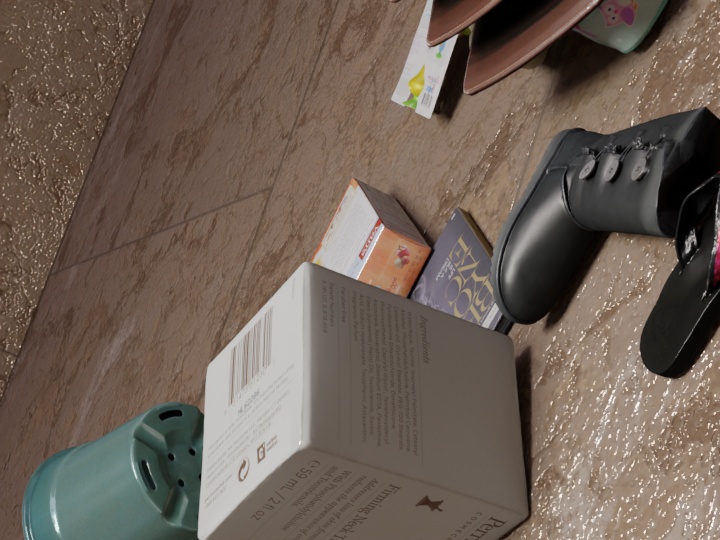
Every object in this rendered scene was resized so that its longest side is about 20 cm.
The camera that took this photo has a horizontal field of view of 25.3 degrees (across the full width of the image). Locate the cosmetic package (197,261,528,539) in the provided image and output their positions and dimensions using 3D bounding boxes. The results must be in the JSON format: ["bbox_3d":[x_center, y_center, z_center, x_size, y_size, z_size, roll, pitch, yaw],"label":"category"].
[{"bbox_3d":[0.000,0.129,1.240,0.167,0.198,0.168,-46,34,42],"label":"cosmetic package"}]

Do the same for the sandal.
[{"bbox_3d":[0.233,-0.022,1.059,0.202,0.045,0.075,-62,20,13],"label":"sandal"}]

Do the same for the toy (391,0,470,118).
[{"bbox_3d":[0.099,-0.256,1.652,0.202,0.047,0.115,-67,23,7],"label":"toy"}]

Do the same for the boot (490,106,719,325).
[{"bbox_3d":[0.184,-0.034,1.185,0.199,0.065,0.167,6,75,65],"label":"boot"}]

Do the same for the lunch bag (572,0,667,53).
[{"bbox_3d":[0.209,-0.280,1.354,0.162,0.076,0.200,-62,20,12],"label":"lunch bag"}]

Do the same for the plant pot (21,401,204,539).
[{"bbox_3d":[-0.240,0.252,1.770,0.196,0.199,0.202,-36,35,41],"label":"plant pot"}]

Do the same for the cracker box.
[{"bbox_3d":[0.000,0.000,1.588,0.135,0.057,0.200,-62,15,11],"label":"cracker box"}]

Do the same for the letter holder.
[{"bbox_3d":[0.111,-0.248,1.310,0.200,0.100,0.144,-31,43,54],"label":"letter holder"}]

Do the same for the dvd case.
[{"bbox_3d":[0.077,0.044,1.424,0.150,0.016,0.200,-60,21,16],"label":"dvd case"}]

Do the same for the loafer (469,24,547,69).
[{"bbox_3d":[0.142,-0.235,1.494,0.076,0.068,0.201,-51,12,30],"label":"loafer"}]
